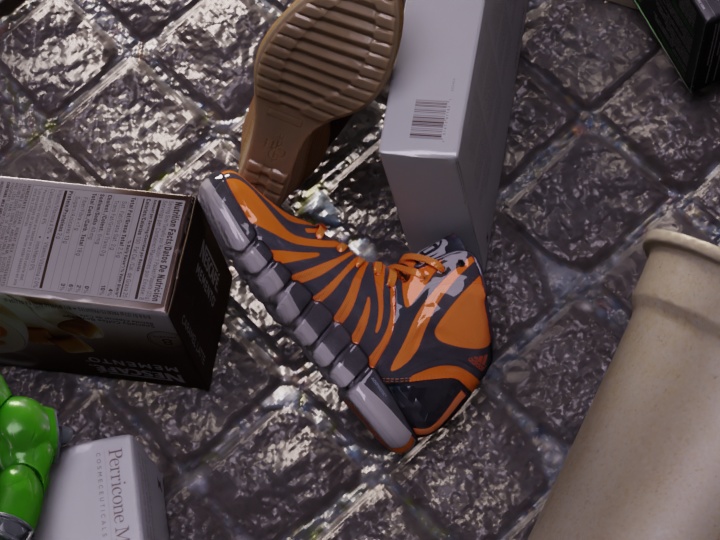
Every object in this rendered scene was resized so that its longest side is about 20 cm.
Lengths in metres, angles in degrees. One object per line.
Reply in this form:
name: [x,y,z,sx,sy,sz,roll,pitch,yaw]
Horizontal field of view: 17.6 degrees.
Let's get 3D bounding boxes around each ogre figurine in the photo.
ogre figurine: [-0.251,0.088,1.300,0.199,0.098,0.120,23,51,18]

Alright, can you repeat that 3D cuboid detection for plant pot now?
plant pot: [0.192,0.109,1.252,0.200,0.200,0.184,31,85,22]

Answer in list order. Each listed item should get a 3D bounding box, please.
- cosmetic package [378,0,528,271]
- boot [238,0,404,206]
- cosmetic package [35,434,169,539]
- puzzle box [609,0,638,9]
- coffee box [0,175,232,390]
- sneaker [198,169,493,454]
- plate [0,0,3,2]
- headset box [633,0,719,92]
cosmetic package: [0.059,-0.121,1.393,0.051,0.151,0.201,4,65,14]
boot: [-0.014,-0.144,1.375,0.072,0.200,0.167,28,44,-5]
cosmetic package: [-0.214,0.168,1.347,0.199,0.074,0.102,-13,62,5]
puzzle box: [0.159,-0.274,1.519,0.133,0.025,0.201,20,69,19]
coffee box: [-0.189,0.005,1.399,0.199,0.114,0.080,7,66,12]
sneaker: [0.000,0.000,1.357,0.112,0.078,0.200,-41,101,-6]
plate: [-0.330,-0.208,1.572,0.199,0.032,0.200,-39,64,-10]
headset box: [0.253,-0.236,1.427,0.199,0.093,0.175,-25,69,-9]
